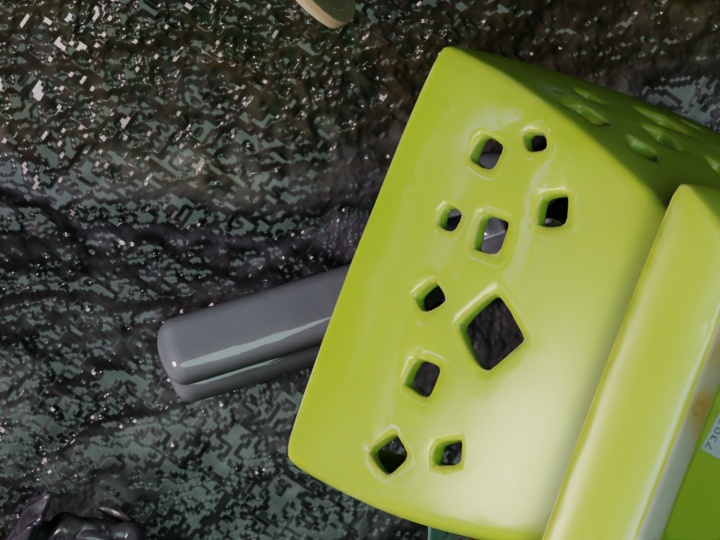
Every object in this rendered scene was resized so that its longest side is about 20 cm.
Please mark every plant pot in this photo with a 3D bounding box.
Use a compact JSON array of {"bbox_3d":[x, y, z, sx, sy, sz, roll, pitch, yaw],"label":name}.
[{"bbox_3d":[0.120,0.038,1.064,0.198,0.181,0.201,13,101,-42],"label":"plant pot"}]

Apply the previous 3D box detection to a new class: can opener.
[{"bbox_3d":[0.000,0.000,1.160,0.199,0.053,0.067,-17,70,-2],"label":"can opener"}]

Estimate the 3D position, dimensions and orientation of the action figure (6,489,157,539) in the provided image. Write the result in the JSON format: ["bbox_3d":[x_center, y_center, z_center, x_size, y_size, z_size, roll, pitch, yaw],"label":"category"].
[{"bbox_3d":[-0.107,0.169,1.144,0.199,0.102,0.119,14,126,-12],"label":"action figure"}]

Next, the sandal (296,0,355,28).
[{"bbox_3d":[-0.089,-0.183,1.106,0.069,0.078,0.212,-29,108,26],"label":"sandal"}]

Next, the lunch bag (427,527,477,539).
[{"bbox_3d":[0.074,0.243,1.171,0.170,0.122,0.201,19,105,-9],"label":"lunch bag"}]
